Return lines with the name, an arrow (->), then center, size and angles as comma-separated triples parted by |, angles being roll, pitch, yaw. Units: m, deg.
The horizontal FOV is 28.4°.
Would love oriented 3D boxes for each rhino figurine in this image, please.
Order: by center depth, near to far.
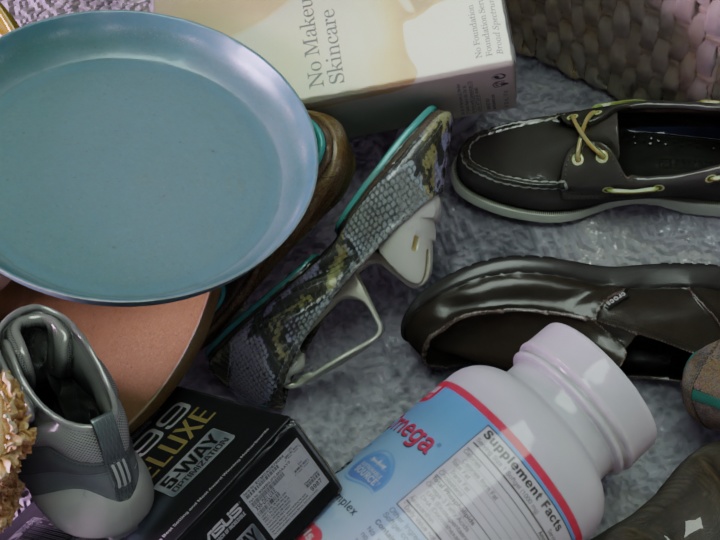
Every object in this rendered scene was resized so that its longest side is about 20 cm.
rhino figurine -> 0.154, 0.159, 0.730 | 0.200, 0.060, 0.087 | -35, 46, -17

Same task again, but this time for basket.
basket -> 0.174, -0.225, 0.884 | 0.197, 0.200, 0.161 | 27, 69, 16

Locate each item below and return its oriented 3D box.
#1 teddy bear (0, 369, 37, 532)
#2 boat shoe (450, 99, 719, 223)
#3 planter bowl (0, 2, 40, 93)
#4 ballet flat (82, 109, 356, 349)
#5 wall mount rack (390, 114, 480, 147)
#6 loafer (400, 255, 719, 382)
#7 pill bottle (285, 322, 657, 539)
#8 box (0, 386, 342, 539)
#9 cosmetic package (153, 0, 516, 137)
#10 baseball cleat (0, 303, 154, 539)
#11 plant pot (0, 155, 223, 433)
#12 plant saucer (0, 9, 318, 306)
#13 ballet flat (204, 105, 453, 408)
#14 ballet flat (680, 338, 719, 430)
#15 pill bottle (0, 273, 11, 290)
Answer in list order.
teddy bear -> -0.191, 0.101, 0.649 | 0.145, 0.201, 0.067 | 29, 31, 33
boat shoe -> 0.156, -0.073, 0.868 | 0.200, 0.061, 0.072 | -1, 59, 1
planter bowl -> -0.249, -0.098, 0.852 | 0.200, 0.201, 0.083 | 26, 24, 16
ballet flat -> -0.073, -0.008, 0.815 | 0.200, 0.072, 0.068 | -48, 64, 10
wall mount rack -> -0.027, -0.116, 0.892 | 0.199, 0.075, 0.175 | 18, 82, 13
loafer -> 0.122, 0.037, 0.796 | 0.199, 0.073, 0.072 | -3, 60, 0
pill bottle -> 0.050, 0.120, 0.717 | 0.200, 0.109, 0.109 | -39, 66, -13
box -> -0.124, 0.146, 0.697 | 0.200, 0.050, 0.157 | -45, 24, -21
cosmetic package -> -0.015, -0.134, 0.824 | 0.199, 0.071, 0.106 | -11, 75, 5
baseball cleat -> -0.167, 0.056, 0.694 | 0.199, 0.107, 0.070 | 19, 35, 41
plant pot -> -0.144, 0.016, 0.789 | 0.199, 0.027, 0.201 | -19, 56, 31
plant saucer -> -0.122, -0.057, 0.730 | 0.199, 0.027, 0.201 | 6, 52, -7
ballet flat -> 0.000, 0.000, 0.803 | 0.200, 0.072, 0.072 | -48, 67, 2
ballet flat -> 0.273, 0.058, 0.770 | 0.199, 0.067, 0.069 | -12, 103, -14
pill bottle -> -0.291, -0.024, 0.783 | 0.199, 0.110, 0.110 | -9, 56, 26
